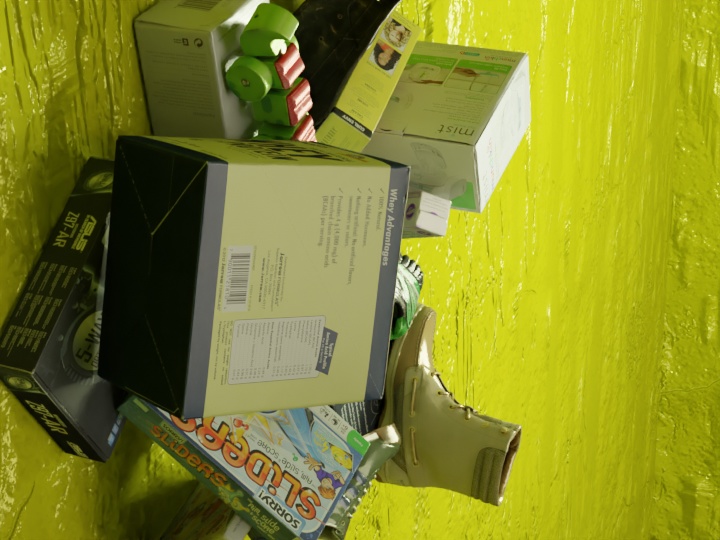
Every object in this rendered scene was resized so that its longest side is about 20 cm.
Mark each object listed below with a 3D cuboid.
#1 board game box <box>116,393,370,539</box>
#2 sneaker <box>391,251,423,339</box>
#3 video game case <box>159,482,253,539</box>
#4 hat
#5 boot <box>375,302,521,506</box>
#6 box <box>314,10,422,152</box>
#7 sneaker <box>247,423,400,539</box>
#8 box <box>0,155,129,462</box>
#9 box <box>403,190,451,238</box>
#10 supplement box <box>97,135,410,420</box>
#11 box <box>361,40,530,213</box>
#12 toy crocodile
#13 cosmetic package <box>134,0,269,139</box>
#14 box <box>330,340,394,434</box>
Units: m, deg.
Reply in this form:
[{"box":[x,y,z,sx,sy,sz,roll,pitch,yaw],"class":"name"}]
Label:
[{"box":[-0.097,0.135,1.356,0.034,0.200,0.136,-40,-168,43],"class":"board game box"},{"box":[0.000,0.000,1.619,0.200,0.078,0.086,40,44,-39],"class":"sneaker"},{"box":[-0.131,0.220,1.442,0.023,0.200,0.182,44,43,-9],"class":"video game case"},{"box":[-0.036,-0.231,1.556,0.201,0.081,0.201,-50,-166,17],"class":"hat"},{"box":[0.102,0.144,1.697,0.073,0.154,0.202,12,88,-68],"class":"boot"},{"box":[0.001,-0.183,1.598,0.075,0.050,0.201,-48,-167,42],"class":"box"},{"box":[-0.033,0.226,1.565,0.199,0.067,0.090,-19,83,-34],"class":"sneaker"},{"box":[-0.216,0.033,1.297,0.161,0.043,0.201,67,39,-55],"class":"box"},{"box":[0.024,-0.056,1.674,0.041,0.200,0.039,16,81,-30],"class":"box"},{"box":[-0.086,0.000,1.265,0.199,0.134,0.202,-2,103,-40],"class":"supplement box"},{"box":[0.064,-0.163,1.700,0.177,0.199,0.097,-60,151,-42],"class":"box"},{"box":[-0.068,-0.142,1.353,0.068,0.061,0.201,-56,148,-41],"class":"toy crocodile"},{"box":[-0.127,-0.147,1.395,0.113,0.081,0.201,-51,146,-50],"class":"cosmetic package"},{"box":[-0.027,0.127,1.722,0.200,0.106,0.149,-55,147,-45],"class":"box"}]
